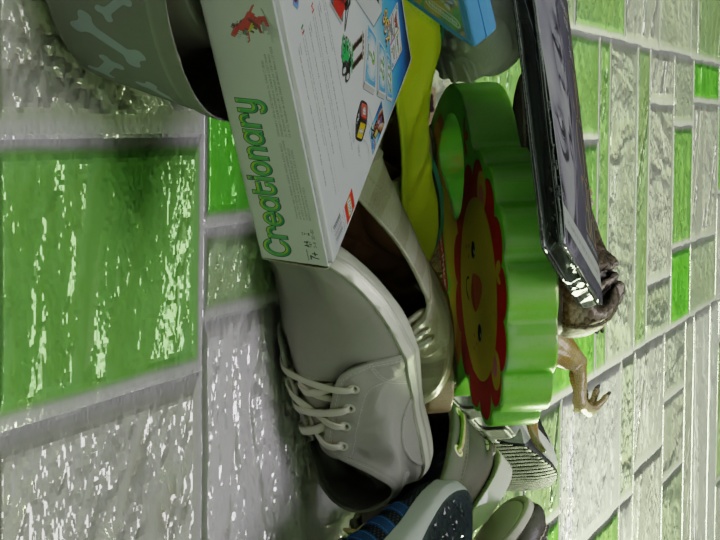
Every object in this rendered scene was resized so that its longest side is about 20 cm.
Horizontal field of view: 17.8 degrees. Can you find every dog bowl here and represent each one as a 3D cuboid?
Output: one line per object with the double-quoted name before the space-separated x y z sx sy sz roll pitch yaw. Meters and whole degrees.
"dog bowl" -0.068 -0.161 0.898 0.200 0.058 0.201 7 90 -73

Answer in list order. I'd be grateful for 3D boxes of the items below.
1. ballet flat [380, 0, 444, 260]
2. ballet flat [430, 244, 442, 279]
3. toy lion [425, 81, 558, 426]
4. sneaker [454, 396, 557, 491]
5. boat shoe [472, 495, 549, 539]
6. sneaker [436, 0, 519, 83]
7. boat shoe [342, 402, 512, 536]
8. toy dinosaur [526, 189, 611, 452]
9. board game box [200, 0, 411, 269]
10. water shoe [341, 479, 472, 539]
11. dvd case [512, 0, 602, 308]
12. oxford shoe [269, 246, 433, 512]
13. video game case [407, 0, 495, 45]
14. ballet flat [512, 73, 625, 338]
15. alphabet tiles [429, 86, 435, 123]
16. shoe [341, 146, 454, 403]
"ballet flat" 0.004 -0.068 1.191 0.067 0.067 0.200 -35 145 -32
"ballet flat" 0.076 -0.022 1.416 0.200 0.070 0.065 -71 -174 -67
"toy lion" 0.070 -0.012 1.244 0.192 0.068 0.201 114 -27 -72
"sneaker" 0.082 0.078 1.470 0.200 0.074 0.089 59 32 -57
"boat shoe" 0.077 0.185 1.325 0.067 0.057 0.200 -55 180 -30
"sneaker" 0.059 -0.157 1.216 0.200 0.080 0.077 -118 -156 -61
"boat shoe" 0.020 0.149 1.271 0.060 0.072 0.202 56 40 -18
"toy dinosaur" 0.110 0.046 1.384 0.101 0.058 0.201 59 34 -47
"board game box" -0.022 -0.114 0.912 0.200 0.034 0.127 79 24 -47
"water shoe" -0.002 0.150 1.155 0.200 0.079 0.072 -29 121 -65
"dvd case" 0.096 -0.093 1.154 0.149 0.016 0.201 44 39 -73
"oxford shoe" -0.009 0.056 1.158 0.058 0.075 0.200 -48 144 -26
"video game case" -0.007 -0.203 1.032 0.018 0.143 0.200 -39 145 -15
"ballet flat" 0.115 -0.039 1.300 0.200 0.046 0.068 -97 -176 -48
"alphabet tiles" 0.017 -0.064 1.349 0.200 0.006 0.167 -2 93 -75
"shoe" 0.000 0.000 1.169 0.053 0.070 0.200 -89 161 -53
